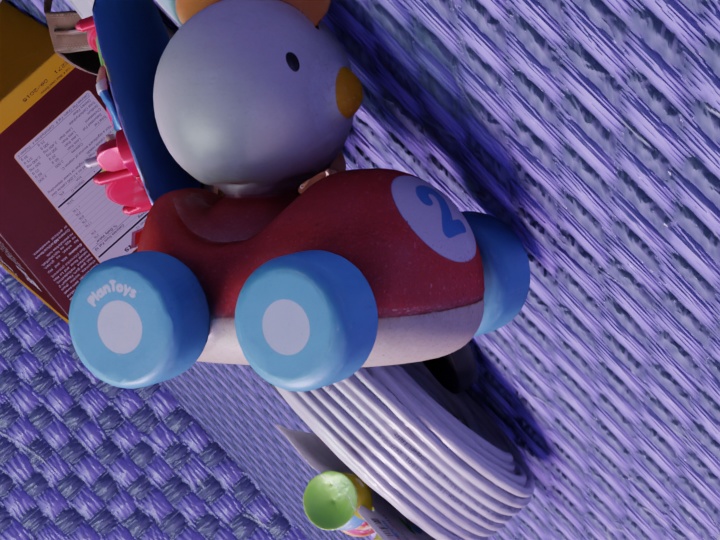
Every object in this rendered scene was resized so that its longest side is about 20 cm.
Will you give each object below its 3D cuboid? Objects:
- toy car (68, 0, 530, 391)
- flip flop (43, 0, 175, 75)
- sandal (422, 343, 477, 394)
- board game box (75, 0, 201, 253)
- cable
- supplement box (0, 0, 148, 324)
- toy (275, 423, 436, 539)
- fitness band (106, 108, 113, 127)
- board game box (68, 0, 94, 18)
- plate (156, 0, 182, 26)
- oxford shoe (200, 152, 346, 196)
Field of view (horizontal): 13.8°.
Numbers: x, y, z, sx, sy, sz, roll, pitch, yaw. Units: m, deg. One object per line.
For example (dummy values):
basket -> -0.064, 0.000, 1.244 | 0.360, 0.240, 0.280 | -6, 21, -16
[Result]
toy car -> -0.031, -0.057, 1.384 | 0.177, 0.184, 0.200 | 0, 98, 30
flip flop -> -0.153, -0.140, 1.815 | 0.200, 0.058, 0.081 | 46, 171, 13
sandal -> 0.000, 0.000, 1.738 | 0.200, 0.043, 0.076 | 52, 170, -27
board game box -> -0.121, -0.078, 1.522 | 0.200, 0.039, 0.158 | -91, -18, -65
cable -> 0.018, 0.089, 1.829 | 0.200, 0.069, 0.200 | 43, -174, -6
supplement box -> -0.253, -0.085, 2.303 | 0.200, 0.133, 0.197 | 53, 170, -30
toy -> 0.012, 0.155, 1.864 | 0.115, 0.047, 0.200 | 45, -173, 21
fitness band -> -0.118, -0.062, 2.081 | 0.144, 0.037, 0.200 | 48, 171, 16
board game box -> -0.195, -0.221, 1.683 | 0.200, 0.026, 0.200 | 53, 175, 5
plate -> -0.092, -0.165, 1.521 | 0.200, 0.026, 0.200 | 46, 172, 9
oxford shoe -> -0.046, -0.061, 1.558 | 0.200, 0.071, 0.071 | 24, -114, -81
